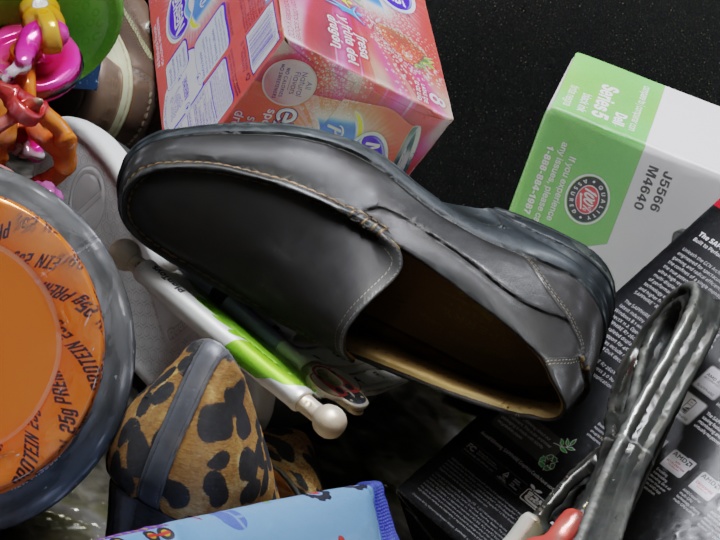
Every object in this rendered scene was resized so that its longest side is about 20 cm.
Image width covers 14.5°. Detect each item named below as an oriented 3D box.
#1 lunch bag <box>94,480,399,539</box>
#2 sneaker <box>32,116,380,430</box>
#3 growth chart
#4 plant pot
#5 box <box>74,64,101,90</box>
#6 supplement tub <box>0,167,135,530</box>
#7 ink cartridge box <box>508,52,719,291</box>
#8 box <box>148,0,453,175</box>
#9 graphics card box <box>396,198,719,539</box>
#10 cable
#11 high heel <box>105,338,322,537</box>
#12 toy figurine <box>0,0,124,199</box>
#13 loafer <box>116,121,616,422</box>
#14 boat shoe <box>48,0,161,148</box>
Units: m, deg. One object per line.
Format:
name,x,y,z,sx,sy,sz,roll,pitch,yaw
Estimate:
lunch bag,-0.026,0.177,0.828,0.150,0.094,0.201,-6,67,-54
sneaker,-0.063,0.004,1.211,0.099,0.071,0.200,-1,36,-41
growth chart,-0.015,0.005,1.153,0.144,0.018,0.200,35,27,20
plant pot,0.112,-0.110,1.418,0.199,0.178,0.200,22,27,4
box,-0.172,-0.180,1.359,0.038,0.137,0.200,2,17,-32
supplement tub,-0.139,0.028,0.956,0.122,0.123,0.200,16,-6,-7
ink cartridge box,0.157,0.014,1.242,0.199,0.146,0.084,21,24,5
box,-0.034,-0.110,1.330,0.094,0.103,0.200,25,30,-25
graphics card box,0.127,0.068,1.108,0.200,0.051,0.125,-41,56,-18
cable,0.080,0.074,1.028,0.050,0.097,0.201,30,67,-4
high heel,-0.040,0.061,1.022,0.071,0.143,0.200,24,27,10
toy figurine,-0.178,-0.041,1.146,0.199,0.151,0.185,-7,45,-14
loafer,0.000,0.000,1.071,0.199,0.073,0.072,16,34,0
boat shoe,-0.139,-0.127,1.410,0.075,0.075,0.203,7,39,-33
